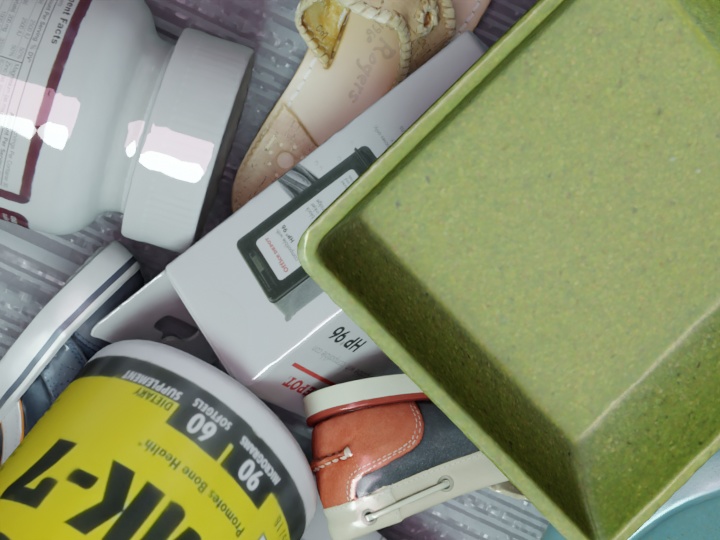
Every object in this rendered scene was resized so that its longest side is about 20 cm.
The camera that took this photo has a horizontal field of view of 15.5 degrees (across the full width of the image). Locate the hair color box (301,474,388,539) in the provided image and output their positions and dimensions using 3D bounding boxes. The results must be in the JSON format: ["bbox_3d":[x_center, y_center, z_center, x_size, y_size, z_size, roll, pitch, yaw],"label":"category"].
[{"bbox_3d":[0.015,0.196,1.147,0.200,0.061,0.100,43,55,-5],"label":"hair color box"}]

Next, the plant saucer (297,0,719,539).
[{"bbox_3d":[0.096,-0.022,1.012,0.200,0.048,0.200,-44,120,-1],"label":"plant saucer"}]

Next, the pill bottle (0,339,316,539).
[{"bbox_3d":[-0.113,0.133,1.028,0.114,0.114,0.200,40,58,-4],"label":"pill bottle"}]

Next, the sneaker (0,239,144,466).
[{"bbox_3d":[-0.140,0.080,1.150,0.079,0.078,0.200,39,111,0],"label":"sneaker"}]

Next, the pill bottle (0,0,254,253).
[{"bbox_3d":[-0.152,-0.079,1.103,0.199,0.110,0.110,17,101,-1],"label":"pill bottle"}]

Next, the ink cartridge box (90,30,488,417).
[{"bbox_3d":[0.000,0.000,1.099,0.200,0.116,0.068,-37,68,9],"label":"ink cartridge box"}]

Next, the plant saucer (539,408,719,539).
[{"bbox_3d":[0.166,0.149,1.087,0.199,0.027,0.201,0,115,0],"label":"plant saucer"}]

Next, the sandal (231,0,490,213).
[{"bbox_3d":[0.006,-0.099,1.110,0.077,0.070,0.212,26,101,-2],"label":"sandal"}]

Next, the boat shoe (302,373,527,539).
[{"bbox_3d":[0.071,0.073,1.107,0.199,0.071,0.063,-4,74,-26],"label":"boat shoe"}]
